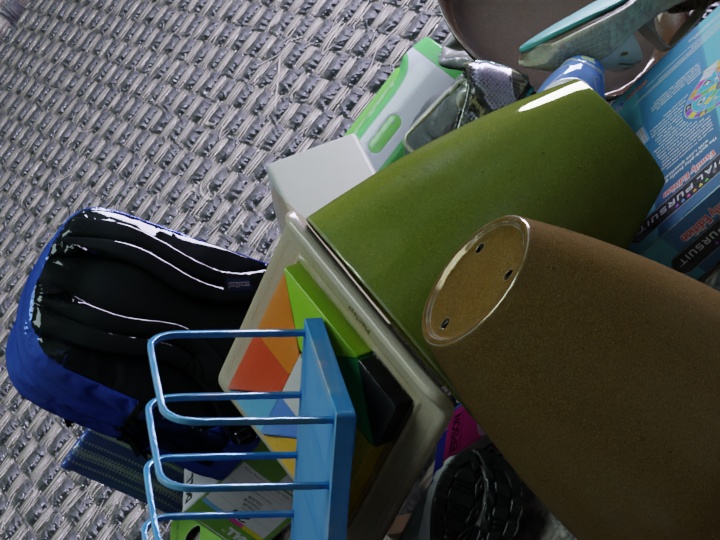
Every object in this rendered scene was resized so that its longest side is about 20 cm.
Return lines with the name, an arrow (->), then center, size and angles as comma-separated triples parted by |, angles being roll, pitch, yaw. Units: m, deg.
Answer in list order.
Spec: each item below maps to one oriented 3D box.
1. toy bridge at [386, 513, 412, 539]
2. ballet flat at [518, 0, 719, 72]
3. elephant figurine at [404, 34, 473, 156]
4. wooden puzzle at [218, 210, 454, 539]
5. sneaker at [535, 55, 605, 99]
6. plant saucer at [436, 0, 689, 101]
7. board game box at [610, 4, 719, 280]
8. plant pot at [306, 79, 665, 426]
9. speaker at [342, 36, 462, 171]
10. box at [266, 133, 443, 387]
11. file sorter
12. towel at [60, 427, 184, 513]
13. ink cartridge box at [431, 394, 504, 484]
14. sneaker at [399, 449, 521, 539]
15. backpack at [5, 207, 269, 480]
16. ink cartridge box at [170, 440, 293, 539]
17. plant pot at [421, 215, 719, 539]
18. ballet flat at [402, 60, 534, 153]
toy bridge -> 0.014, 0.255, 1.583 | 0.067, 0.027, 0.200 | -18, 40, 53
ballet flat -> 0.202, -0.182, 1.710 | 0.200, 0.062, 0.067 | -34, 10, -27
elephant figurine -> 0.128, -0.138, 1.824 | 0.142, 0.155, 0.200 | 102, -166, -49
wooden puzzle -> -0.026, 0.087, 1.593 | 0.037, 0.185, 0.200 | -21, -31, -35
sneaker -> 0.141, -0.069, 1.686 | 0.077, 0.076, 0.200 | -65, -3, -45
plant saucer -> 0.150, -0.200, 1.764 | 0.032, 0.200, 0.201 | 109, 179, -53
board game box -> 0.237, -0.087, 1.610 | 0.151, 0.047, 0.200 | -43, 25, 28
plant pot -> 0.099, -0.028, 1.551 | 0.200, 0.187, 0.187 | -40, 23, -2
speaker -> 0.024, -0.099, 1.989 | 0.200, 0.088, 0.088 | -52, 23, 4
box -> 0.000, 0.000, 1.776 | 0.078, 0.095, 0.200 | -20, 47, -8
file sorter -> -0.078, 0.151, 1.516 | 0.139, 0.122, 0.201 | -111, 22, -64
towel -> -0.141, 0.112, 1.946 | 0.200, 0.145, 0.024 | -50, 47, 8
ink cartridge box -> 0.110, 0.086, 1.633 | 0.200, 0.037, 0.095 | -38, 27, 36
sneaker -> 0.045, 0.217, 1.523 | 0.201, 0.074, 0.079 | -63, 6, -22
backpack -> -0.170, 0.062, 1.773 | 0.168, 0.200, 0.163 | -49, 22, 54
ink cartridge box -> -0.116, 0.170, 1.886 | 0.200, 0.076, 0.148 | -42, 25, 22
plant pot -> 0.139, 0.060, 1.401 | 0.186, 0.200, 0.187 | -43, 25, 25
ballet flat -> 0.052, -0.063, 1.673 | 0.201, 0.072, 0.072 | -62, 24, -4
